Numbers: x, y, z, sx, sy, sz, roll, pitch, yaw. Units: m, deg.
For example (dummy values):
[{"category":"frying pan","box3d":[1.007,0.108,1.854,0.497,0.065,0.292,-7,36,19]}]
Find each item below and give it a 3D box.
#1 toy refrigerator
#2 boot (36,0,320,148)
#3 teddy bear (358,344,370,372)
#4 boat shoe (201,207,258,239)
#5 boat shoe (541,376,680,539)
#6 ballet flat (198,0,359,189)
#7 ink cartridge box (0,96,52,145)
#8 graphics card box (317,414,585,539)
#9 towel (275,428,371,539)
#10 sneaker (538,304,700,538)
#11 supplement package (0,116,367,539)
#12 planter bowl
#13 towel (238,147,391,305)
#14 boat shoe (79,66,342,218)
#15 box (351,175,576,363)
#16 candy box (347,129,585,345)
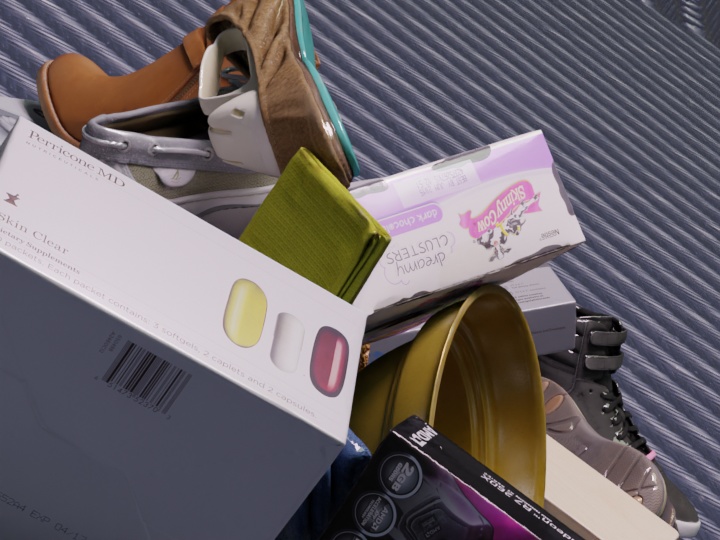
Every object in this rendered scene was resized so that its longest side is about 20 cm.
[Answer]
[{"category":"toy refrigerator","box3d":[0.084,0.135,1.792,0.200,0.070,0.076,36,23,11]},{"category":"boot","box3d":[-0.109,-0.118,1.844,0.074,0.155,0.200,15,25,-49]},{"category":"teddy bear","box3d":[-0.049,-0.008,1.879,0.067,0.145,0.200,-24,39,-17]},{"category":"boat shoe","box3d":[-0.130,-0.039,1.726,0.200,0.070,0.072,-9,56,-25]},{"category":"boat shoe","box3d":[0.133,0.133,1.904,0.073,0.074,0.200,57,-9,-35]},{"category":"ballet flat","box3d":[-0.051,-0.095,1.628,0.200,0.072,0.068,-108,-179,-54]},{"category":"ink cartridge box","box3d":[-0.196,-0.040,1.811,0.199,0.041,0.200,40,18,22]},{"category":"graphics card box","box3d":[0.068,0.181,1.518,0.200,0.126,0.051,37,17,10]},{"category":"towel","box3d":[-0.072,0.076,1.616,0.048,0.112,0.200,-27,52,-26]},{"category":"sneaker","box3d":[0.164,0.091,2.010,0.200,0.099,0.071,39,15,14]},{"category":"supplement package","box3d":[-0.122,0.055,1.432,0.199,0.156,0.111,29,31,-13]},{"category":"planter bowl","box3d":[0.034,0.107,1.664,0.083,0.201,0.200,1,5,21]},{"category":"towel","box3d":[-0.063,0.039,1.544,0.018,0.200,0.086,16,23,-49]},{"category":"boat shoe","box3d":[-0.083,-0.075,1.683,0.074,0.065,0.202,32,36,34]},{"category":"box","box3d":[0.038,0.000,2.003,0.155,0.041,0.200,-9,31,-15]},{"category":"candy box","box3d":[0.000,0.000,1.689,0.167,0.200,0.072,-18,84,-35]}]
